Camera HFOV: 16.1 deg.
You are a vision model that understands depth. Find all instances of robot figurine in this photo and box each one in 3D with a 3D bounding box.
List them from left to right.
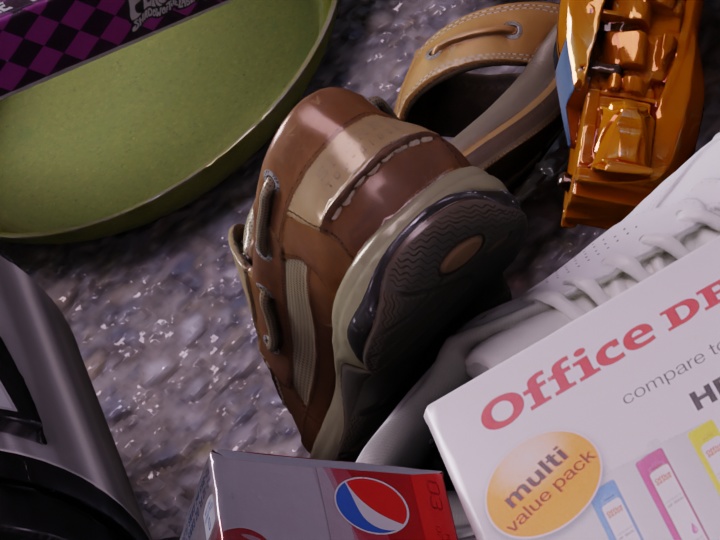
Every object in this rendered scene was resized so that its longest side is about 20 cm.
[{"bbox_3d":[0.128,-0.101,0.831,0.144,0.058,0.201,11,67,-3],"label":"robot figurine"}]

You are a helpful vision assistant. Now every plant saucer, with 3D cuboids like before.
[{"bbox_3d":[-0.092,-0.081,1.021,0.199,0.031,0.201,-16,44,17],"label":"plant saucer"}]

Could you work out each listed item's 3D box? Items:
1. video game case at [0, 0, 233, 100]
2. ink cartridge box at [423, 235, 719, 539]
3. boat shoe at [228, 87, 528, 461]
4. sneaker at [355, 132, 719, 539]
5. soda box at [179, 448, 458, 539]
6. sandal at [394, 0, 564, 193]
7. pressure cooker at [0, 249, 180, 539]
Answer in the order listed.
[{"bbox_3d":[-0.126,-0.131,0.980,0.199,0.036,0.181,-27,36,-32],"label":"video game case"},{"bbox_3d":[0.110,0.087,0.618,0.128,0.125,0.200,-30,42,5],"label":"ink cartridge box"},{"bbox_3d":[0.000,0.000,0.768,0.076,0.200,0.074,-39,78,-19],"label":"boat shoe"},{"bbox_3d":[0.078,0.023,0.729,0.200,0.099,0.078,-44,73,21],"label":"sneaker"},{"bbox_3d":[-0.029,0.141,0.653,0.063,0.201,0.070,6,40,-17],"label":"soda box"},{"bbox_3d":[0.050,-0.067,0.876,0.054,0.080,0.200,42,70,8],"label":"sandal"},{"bbox_3d":[-0.145,0.099,0.780,0.176,0.178,0.200,-46,39,16],"label":"pressure cooker"}]
